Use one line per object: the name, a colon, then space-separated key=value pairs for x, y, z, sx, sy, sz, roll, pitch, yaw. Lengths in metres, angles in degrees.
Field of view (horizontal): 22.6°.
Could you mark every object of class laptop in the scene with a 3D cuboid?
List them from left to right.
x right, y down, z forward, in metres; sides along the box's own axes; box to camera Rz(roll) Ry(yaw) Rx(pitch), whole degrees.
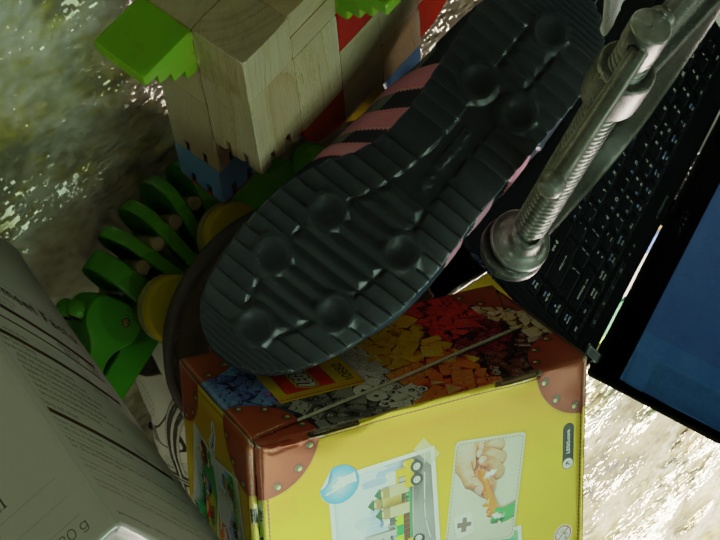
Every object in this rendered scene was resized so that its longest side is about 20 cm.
laptop: x=0.160 y=-0.033 z=0.806 sx=0.200 sy=0.103 sz=0.178 roll=44 pitch=69 yaw=-41

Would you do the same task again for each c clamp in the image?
c clamp: x=0.088 y=-0.055 z=0.669 sx=0.171 sy=0.027 sz=0.200 roll=-51 pitch=173 yaw=-21

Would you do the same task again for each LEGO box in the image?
LEGO box: x=0.011 y=0.125 z=0.747 sx=0.148 sy=0.077 sz=0.202 roll=-12 pitch=116 yaw=-23

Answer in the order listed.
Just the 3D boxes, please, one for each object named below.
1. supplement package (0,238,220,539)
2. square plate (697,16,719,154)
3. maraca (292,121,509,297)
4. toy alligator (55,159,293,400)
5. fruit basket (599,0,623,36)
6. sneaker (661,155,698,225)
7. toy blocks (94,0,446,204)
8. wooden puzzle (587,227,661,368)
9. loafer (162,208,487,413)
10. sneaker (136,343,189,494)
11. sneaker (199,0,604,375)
supplement package: x=-0.156 y=0.075 z=0.673 sx=0.121 sy=0.200 sz=0.120 roll=-42 pitch=150 yaw=2
square plate: x=0.185 y=-0.158 z=0.883 sx=0.199 sy=0.028 sz=0.200 roll=-10 pitch=112 yaw=-38
maraca: x=0.026 y=0.006 z=0.899 sx=0.199 sy=0.107 sz=0.138 roll=32 pitch=75 yaw=-40
toy alligator: x=-0.103 y=0.013 z=0.781 sx=0.054 sy=0.059 sz=0.200 roll=46 pitch=70 yaw=-23
fruit basket: x=0.098 y=-0.190 z=0.662 sx=0.200 sy=0.093 sz=0.187 roll=-40 pitch=136 yaw=-68
sneaker: x=0.166 y=-0.079 z=0.960 sx=0.200 sy=0.098 sz=0.071 roll=-40 pitch=148 yaw=-7
toy blocks: x=-0.012 y=-0.107 z=0.720 sx=0.200 sy=0.100 sz=0.137 roll=-49 pitch=161 yaw=-20
wooden puzzle: x=0.166 y=-0.009 z=1.106 sx=0.184 sy=0.037 sz=0.201 roll=-25 pitch=145 yaw=-27
loafer: x=0.000 y=0.000 z=0.775 sx=0.200 sy=0.071 sz=0.074 roll=-35 pitch=125 yaw=-32
sneaker: x=-0.072 y=0.112 z=0.842 sx=0.087 sy=0.201 sz=0.076 roll=-32 pitch=171 yaw=18
sneaker: x=0.017 y=-0.032 z=0.720 sx=0.200 sy=0.070 sz=0.082 roll=-42 pitch=180 yaw=-7
